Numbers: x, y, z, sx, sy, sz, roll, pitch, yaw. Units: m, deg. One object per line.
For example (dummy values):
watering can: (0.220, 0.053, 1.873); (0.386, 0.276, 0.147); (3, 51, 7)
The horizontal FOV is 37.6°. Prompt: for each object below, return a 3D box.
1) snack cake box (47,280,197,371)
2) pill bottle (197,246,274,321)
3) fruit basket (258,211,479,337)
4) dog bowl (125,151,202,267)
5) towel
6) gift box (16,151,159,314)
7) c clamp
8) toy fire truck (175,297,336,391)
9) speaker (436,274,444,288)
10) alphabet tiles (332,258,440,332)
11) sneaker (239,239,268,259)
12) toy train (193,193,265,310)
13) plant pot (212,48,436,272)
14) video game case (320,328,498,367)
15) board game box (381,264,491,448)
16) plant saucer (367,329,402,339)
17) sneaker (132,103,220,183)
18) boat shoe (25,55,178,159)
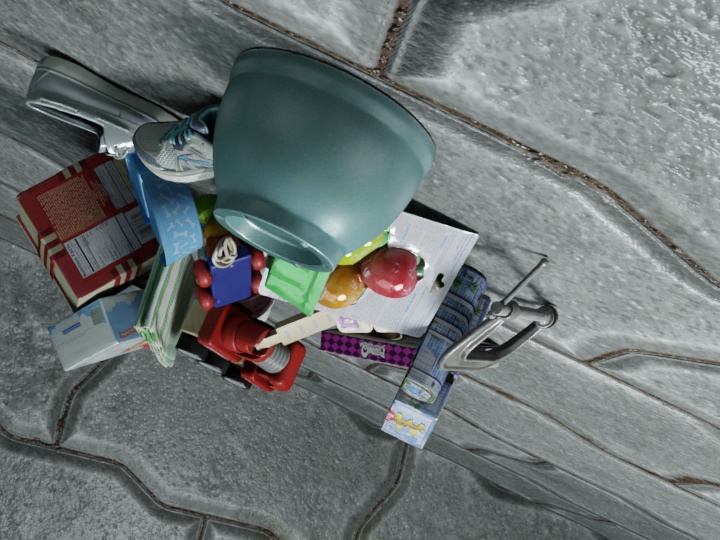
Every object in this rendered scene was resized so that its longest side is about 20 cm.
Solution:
snack cake box: (-0.321, 0.073, 1.489); (0.115, 0.068, 0.200); (-27, 174, 30)
pill bottle: (-0.177, 0.013, 1.543); (0.109, 0.110, 0.200); (23, 156, 7)
fruit basket: (0.004, -0.012, 1.149); (0.198, 0.094, 0.186); (12, 137, -12)
dog bowl: (-0.232, -0.088, 1.242); (0.200, 0.049, 0.112); (-124, 22, -50)
towel: (-0.244, 0.032, 1.362); (0.023, 0.154, 0.200); (12, 162, 3)
gift box: (-0.344, -0.052, 1.451); (0.186, 0.199, 0.187); (63, 161, 1)
c clamp: (0.167, 0.063, 1.172); (0.027, 0.171, 0.200); (55, -166, 21)
toy fire truck: (-0.116, 0.095, 1.425); (0.199, 0.129, 0.176); (14, 162, 34)
speaker: (0.000, 0.000, 1.289); (0.199, 0.089, 0.088); (25, 168, 1)
alphabet tiles: (-0.010, -0.003, 1.218); (0.194, 0.015, 0.201); (-1, 131, 26)
sneaker: (-0.142, -0.063, 1.349); (0.088, 0.077, 0.200); (36, 163, -10)
toy train: (-0.171, -0.043, 1.272); (0.200, 0.084, 0.116); (102, 147, -64)
plant pot: (-0.050, -0.082, 0.937); (0.199, 0.135, 0.200); (24, 168, 5)
video game case: (0.073, 0.113, 1.535); (0.199, 0.036, 0.181); (7, -177, 37)
board game box: (0.095, 0.113, 1.298); (0.061, 0.201, 0.200); (24, 168, 4)
plant saucer: (-0.030, 0.037, 1.414); (0.199, 0.032, 0.200); (24, 168, 5)
sneaker: (-0.157, -0.139, 1.089); (0.199, 0.078, 0.087); (10, 150, 27)
boat shoe: (-0.276, -0.162, 1.181); (0.200, 0.072, 0.070); (27, 167, -16)
